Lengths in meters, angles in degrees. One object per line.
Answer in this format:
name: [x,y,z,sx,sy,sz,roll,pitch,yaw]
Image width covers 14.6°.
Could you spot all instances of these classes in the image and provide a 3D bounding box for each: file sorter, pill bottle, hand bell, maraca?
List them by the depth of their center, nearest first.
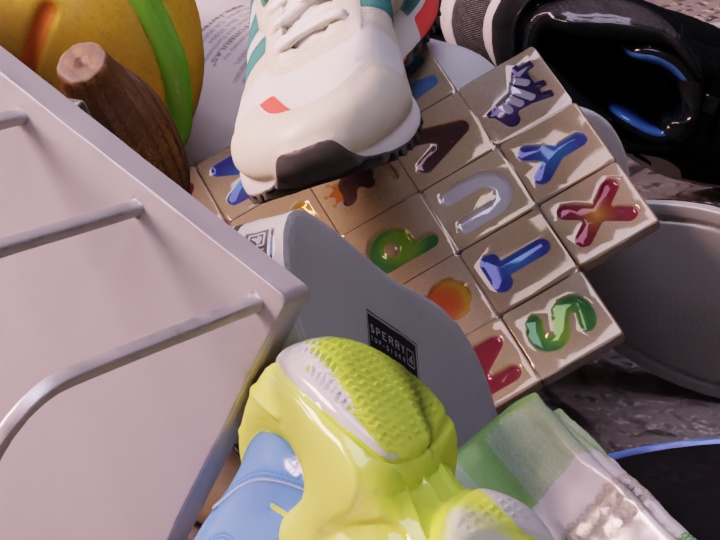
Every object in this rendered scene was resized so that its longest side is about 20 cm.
file sorter: [-0.147,0.014,0.794,0.200,0.139,0.124,38,28,20]
hand bell: [-0.057,-0.006,0.916,0.104,0.200,0.104,-9,55,14]
maraca: [-0.137,-0.089,1.108,0.107,0.138,0.200,-34,22,-36]
pill bottle: [0.004,-0.040,1.130,0.200,0.115,0.114,17,30,40]

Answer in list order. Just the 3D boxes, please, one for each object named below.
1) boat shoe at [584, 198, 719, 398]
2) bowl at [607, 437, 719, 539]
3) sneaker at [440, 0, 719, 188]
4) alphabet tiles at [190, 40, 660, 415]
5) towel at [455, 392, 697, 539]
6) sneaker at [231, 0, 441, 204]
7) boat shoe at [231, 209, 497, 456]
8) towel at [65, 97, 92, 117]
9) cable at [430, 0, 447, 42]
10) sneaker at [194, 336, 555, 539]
boat shoe: [0.173,0.008,1.046,0.199,0.074,0.060,9,25,20]
bowl: [0.121,0.107,0.860,0.200,0.040,0.201,-3,23,1]
sneaker: [0.135,-0.068,1.173,0.199,0.073,0.112,17,13,-23]
alphabet tiles: [0.000,0.000,1.022,0.200,0.006,0.167,-30,53,-2]
towel: [0.038,0.117,0.782,0.149,0.031,0.200,-31,34,-9]
sneaker: [-0.020,-0.098,1.007,0.070,0.094,0.200,-18,22,16]
boat shoe: [-0.009,0.039,0.895,0.063,0.200,0.071,-13,59,21]
towel: [-0.144,0.017,0.919,0.199,0.193,0.035,11,34,31]
cable: [0.025,-0.096,1.270,0.199,0.051,0.163,14,-24,-30]
sneaker: [0.016,0.112,0.742,0.076,0.105,0.200,18,25,-39]
